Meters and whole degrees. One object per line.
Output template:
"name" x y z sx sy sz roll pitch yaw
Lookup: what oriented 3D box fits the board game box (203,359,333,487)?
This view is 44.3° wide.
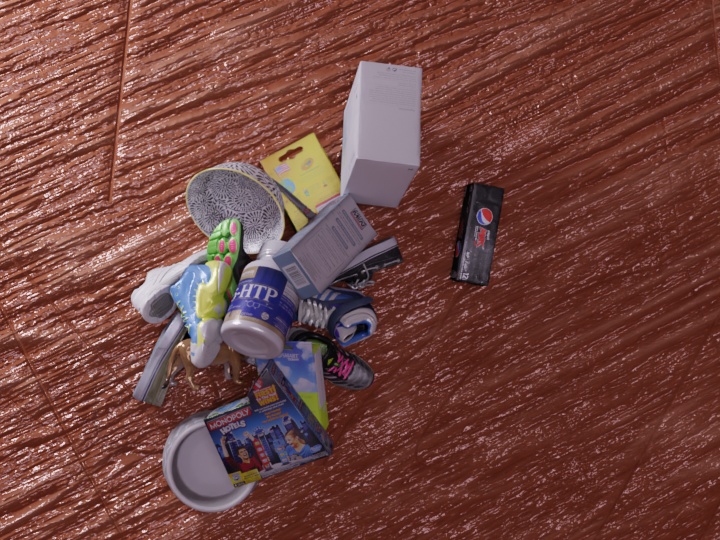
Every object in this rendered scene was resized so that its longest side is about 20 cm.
"board game box" -0.179 0.279 1.652 0.199 0.062 0.201 -20 102 7

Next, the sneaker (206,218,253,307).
"sneaker" -0.241 -0.009 1.691 0.076 0.084 0.201 14 117 26

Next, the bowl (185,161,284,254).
"bowl" -0.222 -0.137 1.681 0.200 0.201 0.094 33 44 -8

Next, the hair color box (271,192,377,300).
"hair color box" -0.064 -0.046 1.633 0.099 0.060 0.200 55 48 -14

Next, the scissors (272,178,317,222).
"scissors" -0.092 -0.110 1.712 0.073 0.014 0.201 -33 94 -7

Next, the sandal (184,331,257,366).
"sandal" -0.268 0.134 1.719 0.199 0.043 0.077 13 89 -9

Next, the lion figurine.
"lion figurine" -0.279 0.153 1.650 0.199 0.072 0.123 -7 105 -32

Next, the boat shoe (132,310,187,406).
"boat shoe" -0.366 0.169 1.680 0.062 0.072 0.201 25 109 -13

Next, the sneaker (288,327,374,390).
"sneaker" -0.058 0.178 1.731 0.199 0.087 0.074 32 85 -8

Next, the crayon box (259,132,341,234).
"crayon box" -0.098 -0.153 1.741 0.127 0.051 0.201 -28 95 -8

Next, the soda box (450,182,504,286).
"soda box" 0.236 -0.072 1.790 0.070 0.063 0.201 10 89 -10

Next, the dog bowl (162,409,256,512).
"dog bowl" -0.285 0.374 1.712 0.199 0.059 0.201 0 90 -10

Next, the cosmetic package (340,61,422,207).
"cosmetic package" 0.035 -0.250 1.661 0.122 0.199 0.201 4 71 -9

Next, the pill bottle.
"pill bottle" -0.172 0.050 1.626 0.119 0.120 0.201 22 58 -9

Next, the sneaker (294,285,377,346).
"sneaker" -0.066 0.087 1.694 0.199 0.147 0.081 4 114 -12

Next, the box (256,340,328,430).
"box" -0.132 0.216 1.691 0.121 0.048 0.201 1 111 15

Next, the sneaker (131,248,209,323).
"sneaker" -0.357 0.011 1.688 0.200 0.099 0.078 -37 134 -28

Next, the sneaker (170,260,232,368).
"sneaker" -0.300 0.077 1.615 0.104 0.076 0.201 5 70 17

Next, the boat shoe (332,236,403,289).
"boat shoe" -0.001 0.000 1.733 0.199 0.073 0.068 -27 95 -34
